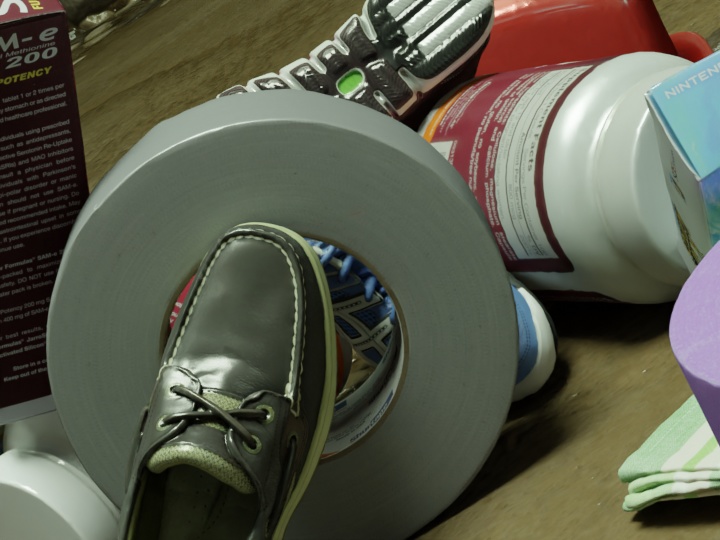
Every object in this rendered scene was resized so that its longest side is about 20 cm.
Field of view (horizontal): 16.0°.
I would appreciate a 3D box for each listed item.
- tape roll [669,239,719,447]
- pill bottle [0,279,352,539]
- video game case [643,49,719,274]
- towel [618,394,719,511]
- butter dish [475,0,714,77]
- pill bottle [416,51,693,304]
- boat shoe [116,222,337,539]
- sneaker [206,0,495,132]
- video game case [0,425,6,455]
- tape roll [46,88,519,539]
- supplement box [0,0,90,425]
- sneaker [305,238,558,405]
[{"bbox_3d":[0.206,0.009,0.848,0.200,0.066,0.200,-26,18,9],"label":"tape roll"},{"bbox_3d":[-0.099,0.076,1.244,0.113,0.113,0.200,-16,23,46],"label":"pill bottle"},{"bbox_3d":[0.213,-0.066,0.990,0.199,0.046,0.181,-28,-22,1],"label":"video game case"},{"bbox_3d":[0.199,0.040,0.941,0.152,0.023,0.200,-40,16,-28],"label":"towel"},{"bbox_3d":[0.089,-0.134,1.409,0.199,0.148,0.200,-16,18,7],"label":"butter dish"},{"bbox_3d":[0.113,-0.042,1.186,0.114,0.114,0.200,-38,16,-21],"label":"pill bottle"},{"bbox_3d":[-0.057,0.077,1.020,0.071,0.202,0.066,12,-5,10],"label":"boat shoe"},{"bbox_3d":[-0.009,-0.071,1.292,0.200,0.076,0.116,-35,-14,4],"label":"sneaker"},{"bbox_3d":[-0.167,0.086,1.301,0.200,0.023,0.182,-46,-22,-41],"label":"video game case"},{"bbox_3d":[-0.033,0.026,1.102,0.200,0.201,0.066,-31,14,6],"label":"tape roll"},{"bbox_3d":[-0.163,-0.045,1.153,0.061,0.201,0.109,-16,35,-17],"label":"supplement box"},{"bbox_3d":[0.000,0.000,1.176,0.076,0.200,0.077,-60,-18,2],"label":"sneaker"}]
